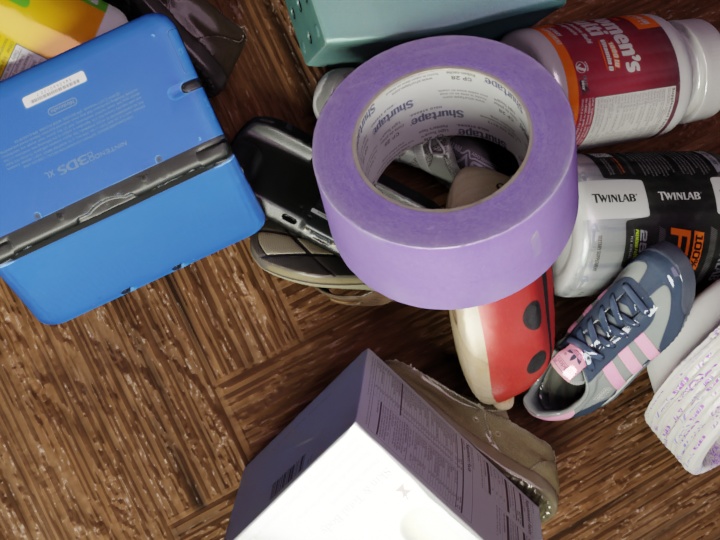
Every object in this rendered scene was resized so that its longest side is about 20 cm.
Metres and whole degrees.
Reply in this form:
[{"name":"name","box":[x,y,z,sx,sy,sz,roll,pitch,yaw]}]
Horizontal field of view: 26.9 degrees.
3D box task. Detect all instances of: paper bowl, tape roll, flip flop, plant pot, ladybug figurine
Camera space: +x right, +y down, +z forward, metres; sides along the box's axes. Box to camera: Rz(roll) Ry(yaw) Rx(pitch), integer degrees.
[{"name":"paper bowl","box":[0.326,0.072,1.288,0.200,0.201,0.105,-31,67,-19]},{"name":"tape roll","box":[0.066,-0.076,1.148,0.198,0.085,0.201,-5,56,8]},{"name":"flip flop","box":[0.000,0.000,1.252,0.198,0.058,0.081,5,41,-31]},{"name":"plant pot","box":[0.040,-0.249,1.253,0.198,0.141,0.143,-18,90,-14]},{"name":"ladybug figurine","box":[0.117,0.014,1.228,0.071,0.136,0.202,-4,100,20]}]

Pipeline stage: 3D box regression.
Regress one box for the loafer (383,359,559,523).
[{"name":"loafer","box":[0.082,0.138,1.262,0.199,0.076,0.068,37,40,-5]}]

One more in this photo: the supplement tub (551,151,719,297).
[{"name":"supplement tub","box":[0.252,-0.042,1.309,0.198,0.122,0.124,-3,85,-19]}]

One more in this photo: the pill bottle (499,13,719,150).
[{"name":"pill bottle","box":[0.218,-0.165,1.312,0.198,0.109,0.111,-12,88,-27]}]

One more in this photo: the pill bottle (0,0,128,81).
[{"name":"pill bottle","box":[-0.246,-0.170,1.157,0.199,0.111,0.112,25,77,-15]}]

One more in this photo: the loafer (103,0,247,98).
[{"name":"loafer","box":[-0.170,-0.231,1.219,0.200,0.073,0.071,49,62,-14]}]

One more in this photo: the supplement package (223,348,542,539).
[{"name":"supplement package","box":[0.022,0.201,1.162,0.200,0.151,0.152,43,105,-10]}]

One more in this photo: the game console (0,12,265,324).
[{"name":"game console","box":[-0.195,-0.072,1.140,0.199,0.118,0.172,-25,90,-1]}]

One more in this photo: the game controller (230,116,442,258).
[{"name":"game controller","box":[-0.019,-0.055,1.231,0.199,0.042,0.105,28,49,-3]}]

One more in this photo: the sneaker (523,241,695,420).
[{"name":"sneaker","box":[0.203,0.060,1.240,0.082,0.201,0.070,-18,57,-38]}]

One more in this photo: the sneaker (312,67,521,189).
[{"name":"sneaker","box":[0.056,-0.122,1.271,0.199,0.082,0.075,22,78,-16]}]
